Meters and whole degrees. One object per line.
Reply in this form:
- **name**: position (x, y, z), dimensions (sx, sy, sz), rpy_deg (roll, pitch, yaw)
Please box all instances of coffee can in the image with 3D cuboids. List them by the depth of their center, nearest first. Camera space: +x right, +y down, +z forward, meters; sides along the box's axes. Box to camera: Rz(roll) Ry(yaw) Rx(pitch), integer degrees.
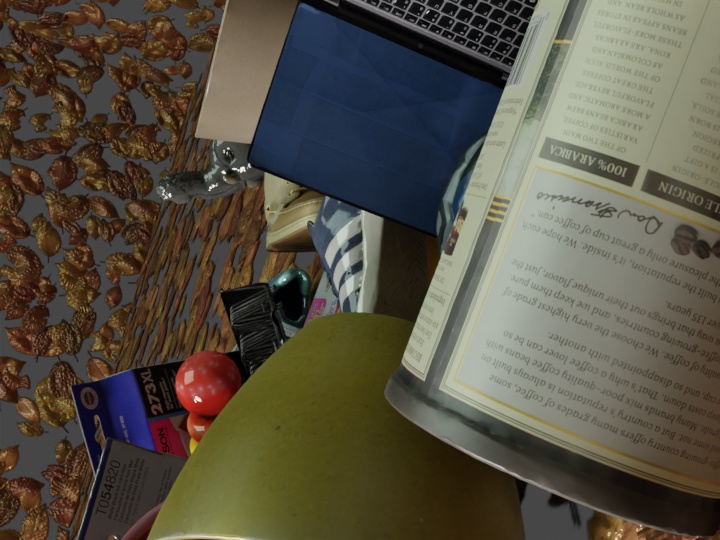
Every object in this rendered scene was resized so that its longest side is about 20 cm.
- **coffee can**: position (0.112, -0.015, 0.461), dimensions (0.146, 0.145, 0.202), rpy_deg (-148, 79, -74)

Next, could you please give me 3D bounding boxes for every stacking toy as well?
- **stacking toy**: position (-0.112, 0.158, 0.946), dimensions (0.086, 0.085, 0.202), rpy_deg (-101, -2, -61)

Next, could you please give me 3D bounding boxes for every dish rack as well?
- **dish rack**: position (-0.075, 0.090, 0.980), dimensions (0.200, 0.054, 0.155), rpy_deg (-140, 30, -80)

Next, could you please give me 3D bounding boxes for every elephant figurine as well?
- **elephant figurine**: position (-0.094, -0.137, 1.197), dimensions (0.142, 0.198, 0.156), rpy_deg (128, 156, -48)

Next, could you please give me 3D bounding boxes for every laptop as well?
- **laptop**: position (0.051, -0.141, 0.740), dimensions (0.200, 0.186, 0.117), rpy_deg (127, 157, -45)

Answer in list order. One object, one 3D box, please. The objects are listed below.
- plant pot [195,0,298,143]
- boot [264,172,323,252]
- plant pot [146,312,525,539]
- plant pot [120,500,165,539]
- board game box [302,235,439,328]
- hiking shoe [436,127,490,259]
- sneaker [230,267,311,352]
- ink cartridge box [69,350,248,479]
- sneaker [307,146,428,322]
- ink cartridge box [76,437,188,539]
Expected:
- **plant pot**: position (-0.020, -0.178, 0.932), dimensions (0.187, 0.198, 0.189), rpy_deg (-166, 90, -81)
- **boot**: position (-0.050, -0.098, 1.022), dimensions (0.200, 0.072, 0.157), rpy_deg (168, 101, -78)
- **plant pot**: position (0.000, 0.108, 0.596), dimensions (0.200, 0.199, 0.143), rpy_deg (-43, 29, 58)
- **plant pot**: position (-0.077, 0.263, 0.719), dimensions (0.180, 0.198, 0.201), rpy_deg (106, 173, -51)
- **board game box**: position (0.005, 0.024, 0.966), dimensions (0.200, 0.040, 0.154), rpy_deg (-147, 77, -74)
- **hiking shoe**: position (0.084, 0.013, 0.683), dimensions (0.087, 0.074, 0.202), rpy_deg (-145, 65, -66)
- **sneaker**: position (-0.096, 0.081, 1.177), dimensions (0.086, 0.077, 0.201), rpy_deg (-45, 30, 50)
- **ink cartridge box**: position (-0.163, 0.130, 0.993), dimensions (0.037, 0.199, 0.096), rpy_deg (-23, 81, 32)
- **sneaker**: position (0.000, 0.000, 0.834), dimensions (0.084, 0.075, 0.202), rpy_deg (-3, 81, 41)
- **ink cartridge box**: position (-0.129, 0.250, 0.857), dimensions (0.041, 0.199, 0.201), rpy_deg (-41, 32, 58)
